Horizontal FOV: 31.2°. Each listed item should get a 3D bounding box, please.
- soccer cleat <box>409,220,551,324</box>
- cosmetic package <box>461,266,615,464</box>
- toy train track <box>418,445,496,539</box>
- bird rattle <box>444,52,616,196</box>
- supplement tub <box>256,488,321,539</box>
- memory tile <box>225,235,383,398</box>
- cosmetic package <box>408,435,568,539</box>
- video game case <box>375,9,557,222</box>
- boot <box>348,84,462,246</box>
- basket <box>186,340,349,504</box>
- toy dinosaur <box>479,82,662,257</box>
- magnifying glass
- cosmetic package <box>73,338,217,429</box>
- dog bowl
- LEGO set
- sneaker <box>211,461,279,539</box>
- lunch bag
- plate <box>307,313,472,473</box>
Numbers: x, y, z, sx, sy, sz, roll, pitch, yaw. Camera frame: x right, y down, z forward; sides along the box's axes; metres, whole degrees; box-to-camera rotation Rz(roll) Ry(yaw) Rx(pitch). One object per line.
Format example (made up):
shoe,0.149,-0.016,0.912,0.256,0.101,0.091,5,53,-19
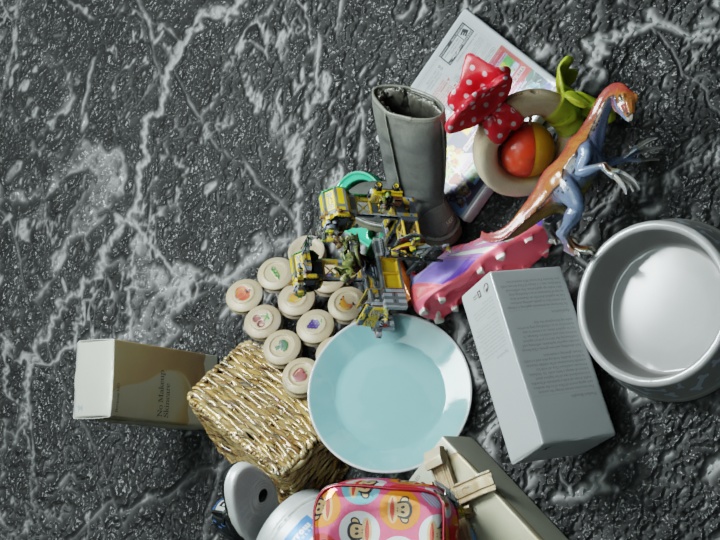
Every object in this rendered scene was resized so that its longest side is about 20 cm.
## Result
soccer cleat,0.138,-0.014,1.518,0.199,0.067,0.077,-35,49,25
cosmetic package,0.194,0.102,1.420,0.071,0.101,0.201,-46,53,54
toy train track,0.106,0.290,1.411,0.114,0.032,0.201,-30,67,28
bird rattle,0.185,-0.154,1.435,0.113,0.199,0.164,48,142,50
supplement tub,-0.018,0.362,1.518,0.199,0.132,0.133,31,100,34
memory tile,-0.070,0.054,1.634,0.153,0.017,0.200,-33,57,-10
cosmetic package,0.144,0.290,1.450,0.200,0.073,0.104,44,107,32
video game case,0.131,-0.190,1.578,0.182,0.023,0.201,45,107,33
boot,0.037,-0.128,1.518,0.181,0.201,0.073,15,56,31
basket,-0.098,0.200,1.649,0.143,0.149,0.199,-43,52,-19
toy dinosaur,0.234,-0.110,1.385,0.198,0.105,0.183,1,104,0
magnifying glass,0.023,-0.041,1.630,0.080,0.022,0.201,-40,62,23
cosmetic package,-0.280,0.153,1.704,0.071,0.199,0.106,-7,78,35
dog bowl,0.321,0.038,1.376,0.199,0.058,0.202,-7,78,36
LEGO set,0.000,0.000,1.505,0.200,0.153,0.117,-51,40,47
sneaker,-0.152,0.295,1.593,0.111,0.201,0.073,15,56,35
lunch bag,0.037,0.323,1.372,0.175,0.082,0.202,1,84,15
plate,0.035,0.148,1.544,0.198,0.026,0.202,-3,64,7
